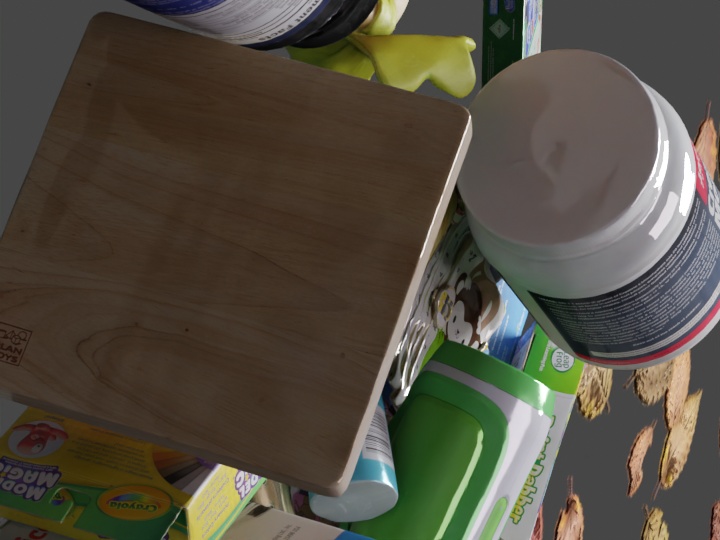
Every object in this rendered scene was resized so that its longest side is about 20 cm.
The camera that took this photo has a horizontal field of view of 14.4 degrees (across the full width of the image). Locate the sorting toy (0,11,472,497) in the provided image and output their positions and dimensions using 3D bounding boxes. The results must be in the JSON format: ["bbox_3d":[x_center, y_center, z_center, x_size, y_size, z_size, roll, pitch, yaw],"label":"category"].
[{"bbox_3d":[-0.066,-0.002,1.380,0.070,0.199,0.200,71,37,-67],"label":"sorting toy"}]

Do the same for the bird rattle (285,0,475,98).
[{"bbox_3d":[-0.009,-0.190,1.591,0.164,0.112,0.201,-69,144,-48],"label":"bird rattle"}]

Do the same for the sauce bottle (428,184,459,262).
[{"bbox_3d":[0.000,0.000,1.599,0.200,0.066,0.066,-58,150,-49],"label":"sauce bottle"}]

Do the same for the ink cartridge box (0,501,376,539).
[{"bbox_3d":[-0.088,0.180,1.408,0.146,0.199,0.085,-41,139,-54],"label":"ink cartridge box"}]

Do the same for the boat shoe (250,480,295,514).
[{"bbox_3d":[-0.071,0.142,1.593,0.063,0.073,0.202,-20,117,-54],"label":"boat shoe"}]

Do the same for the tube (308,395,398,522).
[{"bbox_3d":[-0.013,0.045,1.640,0.078,0.050,0.201,69,12,-58],"label":"tube"}]

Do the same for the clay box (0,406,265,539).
[{"bbox_3d":[-0.101,0.079,1.436,0.200,0.114,0.048,-51,147,-45],"label":"clay box"}]

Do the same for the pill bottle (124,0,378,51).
[{"bbox_3d":[-0.066,-0.170,1.393,0.200,0.111,0.113,17,85,-64],"label":"pill bottle"}]

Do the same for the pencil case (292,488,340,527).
[{"bbox_3d":[-0.028,0.232,1.713,0.086,0.082,0.201,34,70,-57],"label":"pencil case"}]

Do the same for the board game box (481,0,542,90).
[{"bbox_3d":[0.098,-0.133,1.848,0.135,0.029,0.201,-71,163,-66],"label":"board game box"}]

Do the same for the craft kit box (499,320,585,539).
[{"bbox_3d":[0.089,0.149,1.884,0.200,0.048,0.199,116,-5,-76],"label":"craft kit box"}]

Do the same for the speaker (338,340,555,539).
[{"bbox_3d":[0.038,0.146,1.642,0.201,0.088,0.088,-64,155,-6],"label":"speaker"}]

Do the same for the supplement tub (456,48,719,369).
[{"bbox_3d":[0.142,-0.035,1.697,0.200,0.139,0.141,48,57,-62],"label":"supplement tub"}]

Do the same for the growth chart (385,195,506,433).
[{"bbox_3d":[0.056,0.036,1.737,0.145,0.018,0.201,40,65,-63],"label":"growth chart"}]

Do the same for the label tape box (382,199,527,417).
[{"bbox_3d":[0.034,0.035,1.784,0.200,0.063,0.145,48,57,-59],"label":"label tape box"}]
